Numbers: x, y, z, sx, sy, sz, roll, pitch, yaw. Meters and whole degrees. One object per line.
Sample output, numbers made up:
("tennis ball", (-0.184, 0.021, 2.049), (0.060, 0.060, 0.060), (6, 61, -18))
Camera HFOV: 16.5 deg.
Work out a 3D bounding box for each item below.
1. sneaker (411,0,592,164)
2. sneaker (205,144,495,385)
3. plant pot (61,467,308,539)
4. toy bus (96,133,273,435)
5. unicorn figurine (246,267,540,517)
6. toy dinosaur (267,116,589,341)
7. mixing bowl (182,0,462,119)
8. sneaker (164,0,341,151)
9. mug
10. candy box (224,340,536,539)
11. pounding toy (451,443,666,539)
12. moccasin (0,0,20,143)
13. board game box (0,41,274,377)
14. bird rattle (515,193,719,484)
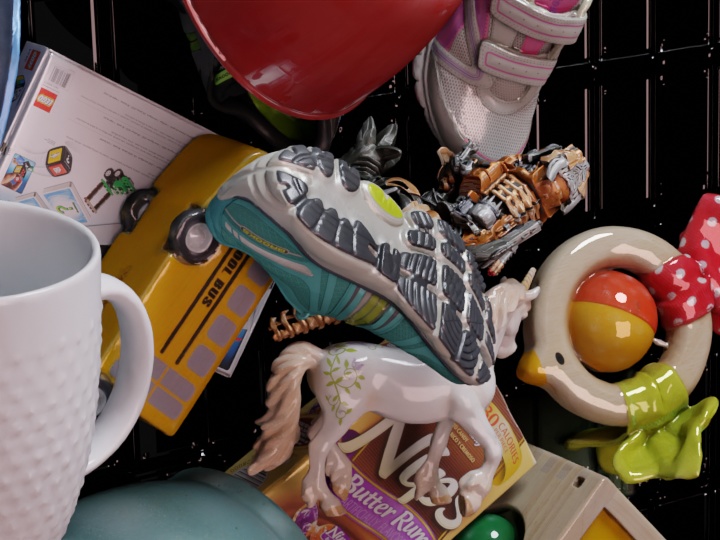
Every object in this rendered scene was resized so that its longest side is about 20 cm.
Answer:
("sneaker", (0.091, -0.154, 1.500), (0.081, 0.088, 0.201), (-1, 103, -33))
("sneaker", (0.000, 0.000, 1.371), (0.200, 0.080, 0.078), (38, 45, -30))
("plant pot", (-0.103, 0.198, 1.410), (0.134, 0.200, 0.201), (-44, 123, -37))
("toy bus", (-0.110, 0.019, 1.383), (0.078, 0.065, 0.200), (38, 80, -36))
("unicorn figurine", (0.036, 0.073, 1.468), (0.199, 0.074, 0.138), (-1, 99, -30))
("toy dinosaur", (0.034, -0.024, 1.461), (0.199, 0.136, 0.102), (-12, 113, -21))
("mixing bowl", (-0.004, -0.192, 1.365), (0.200, 0.108, 0.201), (22, 61, -47))
("sneaker", (-0.067, -0.140, 1.397), (0.071, 0.083, 0.200), (-27, 121, 14))
("mug", (-0.185, 0.064, 1.252), (0.200, 0.147, 0.176), (-17, 119, -43))
("candy box", (0.004, 0.131, 1.535), (0.200, 0.056, 0.117), (-40, 119, -21))
("pounding toy", (0.115, 0.226, 1.578), (0.184, 0.142, 0.200), (-52, 124, -12))
("moccasin", (-0.221, -0.147, 1.315), (0.068, 0.080, 0.201), (3, 86, -29))
("board game box", (-0.131, -0.032, 1.417), (0.200, 0.035, 0.127), (27, 88, -35))
("bird rattle", (0.187, 0.037, 1.609), (0.163, 0.113, 0.201), (23, 86, -19))
